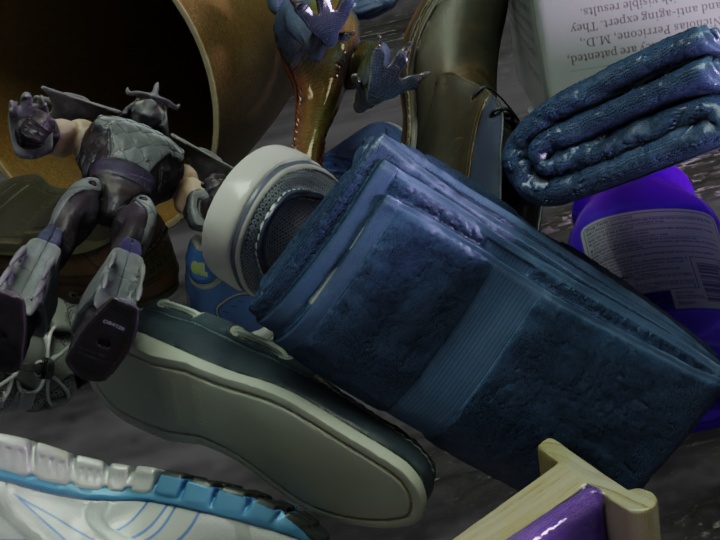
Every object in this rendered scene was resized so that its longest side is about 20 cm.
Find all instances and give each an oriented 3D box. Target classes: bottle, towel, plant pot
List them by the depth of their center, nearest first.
[{"bbox_3d":[0.058,0.032,0.865,0.199,0.112,0.049,31,19,-15],"label":"towel"},{"bbox_3d":[0.142,-0.074,0.898,0.111,0.049,0.200,-22,-1,25],"label":"towel"},{"bbox_3d":[0.147,-0.002,0.998,0.083,0.066,0.200,-5,37,0],"label":"bottle"},{"bbox_3d":[-0.106,-0.139,1.171,0.186,0.187,0.200,13,29,29],"label":"plant pot"}]

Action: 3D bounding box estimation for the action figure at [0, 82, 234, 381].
[{"bbox_3d":[-0.120,-0.032,0.953,0.129,0.070,0.201,15,41,-1],"label":"action figure"}]

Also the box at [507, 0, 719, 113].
[{"bbox_3d":[0.183,-0.166,1.093,0.199,0.131,0.199,-9,14,2],"label":"box"}]

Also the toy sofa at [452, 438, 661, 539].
[{"bbox_3d":[0.045,0.166,0.797,0.199,0.083,0.097,-31,41,-24],"label":"toy sofa"}]

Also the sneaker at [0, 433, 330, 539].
[{"bbox_3d":[-0.112,0.131,0.908,0.199,0.075,0.087,9,80,8],"label":"sneaker"}]

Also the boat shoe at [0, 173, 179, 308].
[{"bbox_3d":[-0.174,-0.008,1.090,0.072,0.068,0.200,-44,27,-26],"label":"boat shoe"}]

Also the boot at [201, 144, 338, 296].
[{"bbox_3d":[0.000,0.000,0.937,0.090,0.200,0.073,27,90,21],"label":"boot"}]

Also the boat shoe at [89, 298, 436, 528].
[{"bbox_3d":[-0.042,0.063,0.932,0.199,0.075,0.062,16,41,34],"label":"boat shoe"}]

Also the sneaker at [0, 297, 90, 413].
[{"bbox_3d":[-0.174,0.036,0.968,0.082,0.075,0.200,9,8,13],"label":"sneaker"}]

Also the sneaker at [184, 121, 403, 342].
[{"bbox_3d":[-0.027,-0.028,1.067,0.075,0.077,0.200,11,41,29],"label":"sneaker"}]

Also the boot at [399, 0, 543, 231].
[{"bbox_3d":[0.070,-0.082,1.053,0.097,0.075,0.201,5,75,41],"label":"boot"}]

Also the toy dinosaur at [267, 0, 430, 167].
[{"bbox_3d":[-0.037,-0.140,1.068,0.201,0.105,0.181,-61,24,1],"label":"toy dinosaur"}]
